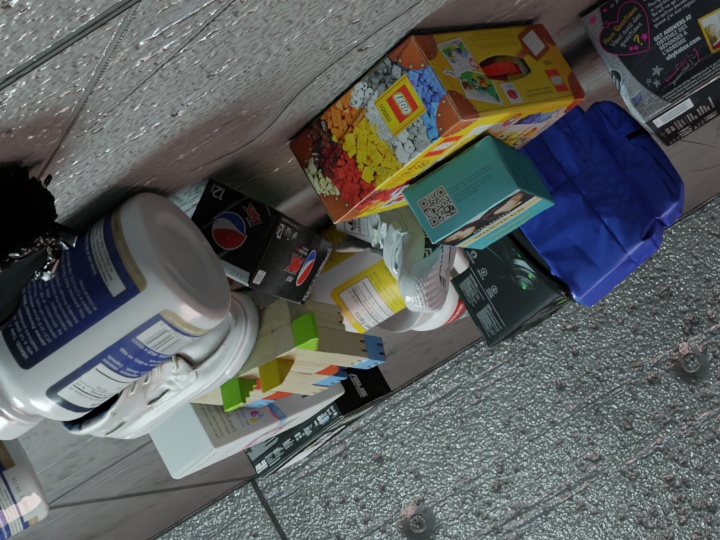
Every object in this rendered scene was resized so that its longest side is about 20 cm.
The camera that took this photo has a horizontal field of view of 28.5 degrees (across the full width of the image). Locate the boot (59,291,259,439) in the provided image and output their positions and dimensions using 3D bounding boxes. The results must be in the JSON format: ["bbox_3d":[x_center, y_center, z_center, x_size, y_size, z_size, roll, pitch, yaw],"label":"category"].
[{"bbox_3d":[-0.184,0.090,1.278,0.200,0.074,0.095,-43,158,22],"label":"boot"}]

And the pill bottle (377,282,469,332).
[{"bbox_3d":[0.093,0.010,1.739,0.114,0.114,0.200,-38,168,35],"label":"pill bottle"}]

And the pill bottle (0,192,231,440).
[{"bbox_3d":[-0.203,0.040,1.037,0.200,0.111,0.111,-33,170,16],"label":"pill bottle"}]

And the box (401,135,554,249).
[{"bbox_3d":[0.102,-0.060,1.164,0.082,0.049,0.200,-32,171,13],"label":"box"}]

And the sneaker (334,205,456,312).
[{"bbox_3d":[0.028,-0.026,1.282,0.114,0.075,0.200,5,-151,8],"label":"sneaker"}]

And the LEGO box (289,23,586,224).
[{"bbox_3d":[0.065,-0.120,1.130,0.149,0.077,0.200,-37,168,36],"label":"LEGO box"}]

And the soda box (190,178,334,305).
[{"bbox_3d":[-0.083,-0.020,1.162,0.064,0.071,0.200,-64,168,-1],"label":"soda box"}]

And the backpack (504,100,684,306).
[{"bbox_3d":[0.200,-0.086,1.354,0.168,0.200,0.162,-41,167,4],"label":"backpack"}]

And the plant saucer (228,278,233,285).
[{"bbox_3d":[-0.202,0.036,1.250,0.200,0.032,0.200,-30,171,-5],"label":"plant saucer"}]

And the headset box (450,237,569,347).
[{"bbox_3d":[0.183,-0.039,1.594,0.093,0.175,0.200,-22,166,-36],"label":"headset box"}]

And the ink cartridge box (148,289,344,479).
[{"bbox_3d":[-0.133,0.108,1.466,0.200,0.145,0.085,-19,165,-48],"label":"ink cartridge box"}]

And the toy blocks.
[{"bbox_3d":[-0.072,0.083,1.348,0.200,0.100,0.136,-26,155,35],"label":"toy blocks"}]

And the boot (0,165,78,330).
[{"bbox_3d":[-0.271,0.021,0.860,0.198,0.074,0.162,-33,175,-32],"label":"boot"}]

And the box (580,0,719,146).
[{"bbox_3d":[0.293,-0.202,1.292,0.132,0.115,0.200,-32,169,15],"label":"box"}]

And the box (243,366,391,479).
[{"bbox_3d":[-0.081,0.127,1.662,0.086,0.164,0.200,-21,166,-42],"label":"box"}]

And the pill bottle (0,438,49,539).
[{"bbox_3d":[-0.414,0.235,1.372,0.199,0.111,0.111,-27,169,-21],"label":"pill bottle"}]

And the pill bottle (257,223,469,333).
[{"bbox_3d":[0.000,0.000,1.432,0.199,0.112,0.111,-31,170,6],"label":"pill bottle"}]
